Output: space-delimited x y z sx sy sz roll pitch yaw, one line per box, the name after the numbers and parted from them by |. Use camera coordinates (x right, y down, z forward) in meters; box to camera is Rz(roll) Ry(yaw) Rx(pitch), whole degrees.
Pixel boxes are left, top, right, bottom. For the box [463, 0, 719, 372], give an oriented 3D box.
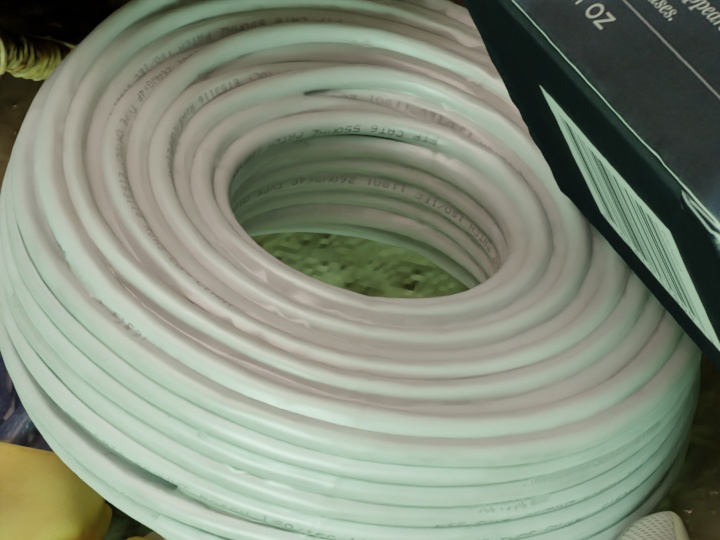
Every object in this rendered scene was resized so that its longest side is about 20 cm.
0.146 -0.068 0.724 0.200 0.107 0.149 -33 42 -4 | box

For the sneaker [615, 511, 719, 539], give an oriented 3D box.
0.134 0.099 0.735 0.199 0.081 0.088 7 57 20 | sneaker

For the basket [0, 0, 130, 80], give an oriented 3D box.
-0.063 -0.109 0.855 0.149 0.200 0.143 39 92 15 | basket

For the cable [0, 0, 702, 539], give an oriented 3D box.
0.000 0.000 0.815 0.199 0.069 0.200 20 39 5 | cable

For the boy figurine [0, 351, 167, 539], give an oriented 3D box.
-0.100 0.085 0.823 0.124 0.065 0.201 -1 54 15 | boy figurine
